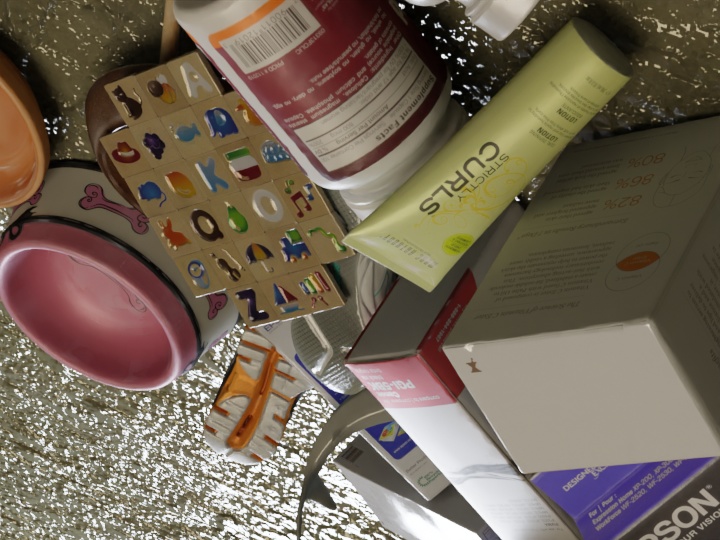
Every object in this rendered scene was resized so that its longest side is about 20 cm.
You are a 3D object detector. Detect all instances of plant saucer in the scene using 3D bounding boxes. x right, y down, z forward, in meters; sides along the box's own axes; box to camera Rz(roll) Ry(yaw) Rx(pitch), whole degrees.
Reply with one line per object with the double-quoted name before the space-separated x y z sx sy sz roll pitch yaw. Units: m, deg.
"plant saucer" -0.108 -0.069 1.693 0.200 0.035 0.200 19 152 10
"plant saucer" -0.315 -0.130 1.795 0.200 0.037 0.200 21 144 16

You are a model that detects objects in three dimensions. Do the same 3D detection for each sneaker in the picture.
"sneaker" 0.000 0.000 1.650 0.070 0.080 0.200 24 132 23
"sneaker" -0.058 0.059 1.811 0.078 0.077 0.200 31 129 -8

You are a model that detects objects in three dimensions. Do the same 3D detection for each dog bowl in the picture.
"dog bowl" -0.195 0.012 1.853 0.200 0.074 0.200 21 146 16

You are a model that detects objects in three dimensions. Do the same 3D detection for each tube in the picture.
"tube" 0.082 -0.067 1.464 0.058 0.052 0.200 47 111 5

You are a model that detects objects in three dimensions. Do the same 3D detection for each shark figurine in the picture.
"shark figurine" 0.031 0.105 1.691 0.214 0.090 0.128 -24 112 2

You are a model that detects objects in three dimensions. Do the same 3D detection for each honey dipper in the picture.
"honey dipper" -0.126 -0.175 1.597 0.038 0.038 0.200 27 150 6

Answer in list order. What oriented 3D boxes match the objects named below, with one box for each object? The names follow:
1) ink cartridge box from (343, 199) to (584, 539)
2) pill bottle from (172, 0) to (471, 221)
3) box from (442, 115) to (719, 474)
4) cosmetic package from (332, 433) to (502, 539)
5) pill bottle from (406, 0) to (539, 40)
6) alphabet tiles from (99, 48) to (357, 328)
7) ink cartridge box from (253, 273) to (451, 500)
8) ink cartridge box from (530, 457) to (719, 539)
"ink cartridge box" 0.104 0.075 1.631 0.083 0.147 0.200 -10 128 49
"pill bottle" -0.015 -0.125 1.500 0.114 0.114 0.200 -11 128 45
"box" 0.169 0.012 1.440 0.152 0.200 0.106 -9 125 40
"cosmetic package" 0.067 0.181 1.829 0.200 0.051 0.083 21 150 55
"pill bottle" 0.024 -0.221 1.348 0.200 0.112 0.112 36 146 -7
"alphabet tiles" -0.091 -0.052 1.621 0.166 0.006 0.200 -15 111 45
"ink cartridge box" 0.021 0.068 1.740 0.099 0.039 0.200 -39 112 11
"ink cartridge box" 0.249 0.142 1.578 0.198 0.043 0.200 -42 116 16
